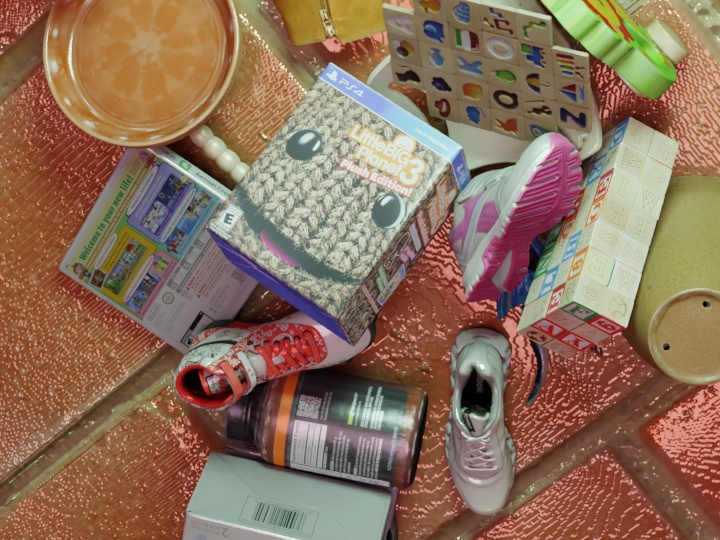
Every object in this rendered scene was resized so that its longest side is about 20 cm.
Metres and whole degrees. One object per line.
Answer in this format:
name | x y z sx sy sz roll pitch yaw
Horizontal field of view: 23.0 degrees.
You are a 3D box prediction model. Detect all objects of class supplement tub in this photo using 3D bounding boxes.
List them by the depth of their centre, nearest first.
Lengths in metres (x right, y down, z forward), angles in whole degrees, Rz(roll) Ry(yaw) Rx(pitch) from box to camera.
supplement tub | -0.035 0.154 1.808 0.199 0.107 0.108 11 110 6

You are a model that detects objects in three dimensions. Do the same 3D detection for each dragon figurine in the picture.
dragon figurine | 0.167 0.024 1.755 0.099 0.059 0.201 18 106 5

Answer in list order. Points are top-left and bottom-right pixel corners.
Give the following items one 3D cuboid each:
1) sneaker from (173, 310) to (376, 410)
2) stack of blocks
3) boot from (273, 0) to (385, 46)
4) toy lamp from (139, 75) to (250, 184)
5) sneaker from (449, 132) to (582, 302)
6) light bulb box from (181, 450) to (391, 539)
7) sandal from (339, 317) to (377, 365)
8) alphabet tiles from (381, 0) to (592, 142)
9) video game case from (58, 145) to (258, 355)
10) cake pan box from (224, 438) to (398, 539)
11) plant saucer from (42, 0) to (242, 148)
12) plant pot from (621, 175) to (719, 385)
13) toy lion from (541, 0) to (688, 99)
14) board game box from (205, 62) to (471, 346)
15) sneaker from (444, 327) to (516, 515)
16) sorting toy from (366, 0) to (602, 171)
sneaker | -0.088 0.089 1.738 0.200 0.108 0.068 -7 115 25
stack of blocks | 0.223 -0.030 1.661 0.058 0.115 0.201 26 66 -13
boot | 0.005 -0.297 1.677 0.200 0.071 0.145 -16 111 17
toy lamp | -0.140 -0.119 1.760 0.200 0.058 0.058 43 109 -9
sneaker | 0.133 -0.062 1.660 0.088 0.081 0.200 58 136 28
light bulb box | -0.084 0.316 1.799 0.197 0.125 0.201 12 116 5
sandal | -0.001 0.001 1.769 0.057 0.080 0.202 26 111 14
alphabet tiles | 0.114 -0.182 1.593 0.199 0.006 0.167 17 147 22
video game case | -0.191 -0.020 1.791 0.182 0.022 0.200 34 127 -4
cake pan box | -0.061 0.280 1.883 0.199 0.052 0.185 12 112 5
plant saucer | -0.210 -0.217 1.717 0.199 0.032 0.202 -1 84 11
plant pot | 0.315 0.030 1.662 0.185 0.200 0.188 3 110 8
toy lion | 0.211 -0.231 1.594 0.069 0.192 0.200 -41 99 19
board game box | -0.018 -0.062 1.669 0.159 0.097 0.200 33 80 17
sneaker | 0.119 0.164 1.801 0.075 0.081 0.201 -2 109 8
sorting toy | 0.106 -0.175 1.685 0.179 0.107 0.200 -28 114 30
